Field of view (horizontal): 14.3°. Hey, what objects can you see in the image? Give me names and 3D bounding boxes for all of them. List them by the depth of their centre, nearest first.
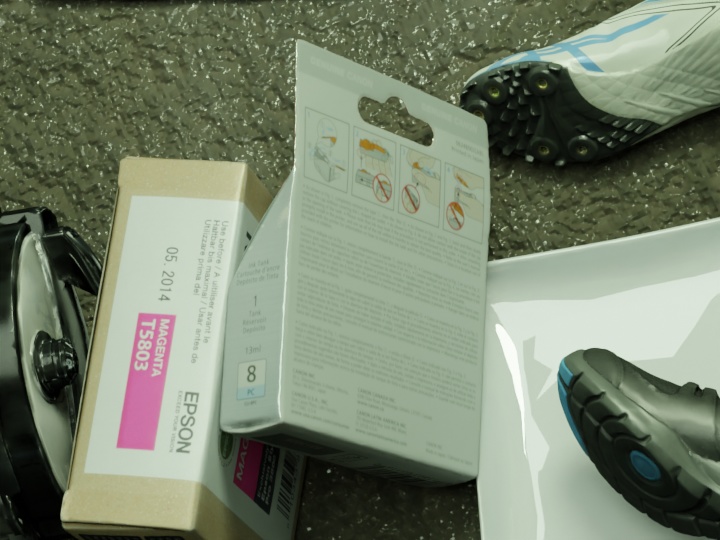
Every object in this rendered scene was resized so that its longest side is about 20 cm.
[{"bbox_3d":[0.189,0.095,1.445,0.200,0.073,0.082,36,65,18],"label":"sneaker"},{"bbox_3d":[0.000,0.000,1.482,0.047,0.160,0.201,-11,69,39],"label":"ink cartridge box"},{"bbox_3d":[-0.081,0.062,1.503,0.075,0.165,0.201,3,71,17],"label":"ink cartridge box"},{"bbox_3d":[0.155,0.077,1.507,0.199,0.032,0.200,-11,66,11],"label":"plate"},{"bbox_3d":[-0.216,0.065,1.528,0.199,0.176,0.179,-11,38,8],"label":"pressure cooker"},{"bbox_3d":[0.151,-0.112,1.570,0.199,0.072,0.073,-15,28,17],"label":"sneaker"}]
